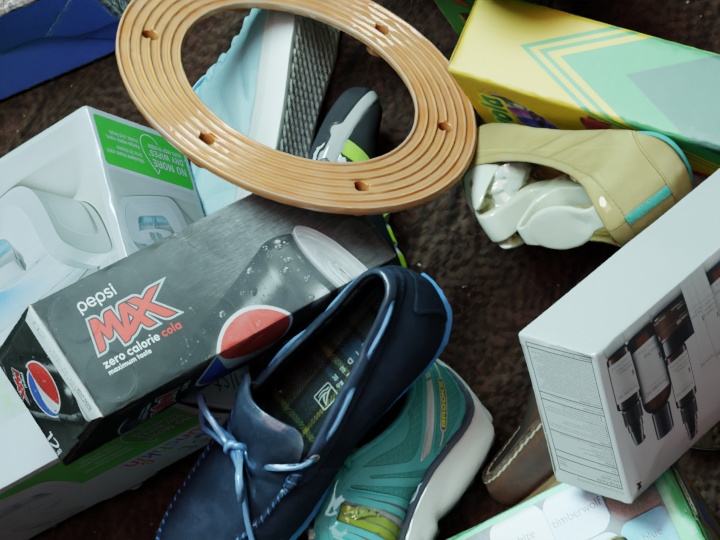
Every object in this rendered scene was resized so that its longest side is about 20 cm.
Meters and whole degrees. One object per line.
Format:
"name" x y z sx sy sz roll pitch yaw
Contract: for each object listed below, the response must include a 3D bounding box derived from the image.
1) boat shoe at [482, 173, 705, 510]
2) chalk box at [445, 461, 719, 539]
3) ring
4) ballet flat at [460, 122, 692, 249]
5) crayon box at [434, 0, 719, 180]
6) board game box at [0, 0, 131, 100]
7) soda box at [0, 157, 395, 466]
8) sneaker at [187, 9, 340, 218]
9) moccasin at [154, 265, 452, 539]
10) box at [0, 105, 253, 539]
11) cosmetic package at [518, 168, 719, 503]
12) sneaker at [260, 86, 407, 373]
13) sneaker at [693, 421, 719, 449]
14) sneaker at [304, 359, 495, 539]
"boat shoe" 0.127 0.038 1.142 0.070 0.070 0.200 40 97 -8
"chalk box" 0.123 0.170 1.048 0.124 0.200 0.125 -27 67 9
"ring" -0.034 -0.095 1.164 0.200 0.200 0.019 43 134 24
"ballet flat" 0.092 -0.041 1.142 0.063 0.200 0.069 -44 107 -20
"crayon box" 0.129 -0.087 1.167 0.199 0.127 0.051 19 80 24
"board game box" -0.240 -0.215 1.345 0.158 0.097 0.201 -21 68 11
"soda box" -0.081 0.018 1.109 0.199 0.063 0.071 -29 79 -35
"sneaker" -0.067 -0.107 1.268 0.081 0.074 0.202 6 73 21
"moccasin" -0.042 0.071 1.098 0.080 0.068 0.201 39 94 33
"box" -0.175 0.039 1.223 0.199 0.096 0.178 -27 67 26
"cosmetic package" 0.162 0.017 1.025 0.050 0.083 0.200 15 42 43
"sneaker" 0.000 0.000 1.226 0.082 0.072 0.202 12 80 2
"sneaker" 0.238 0.018 1.141 0.199 0.073 0.085 -33 37 12
"sneaker" -0.007 0.127 1.145 0.077 0.080 0.201 -9 43 50
